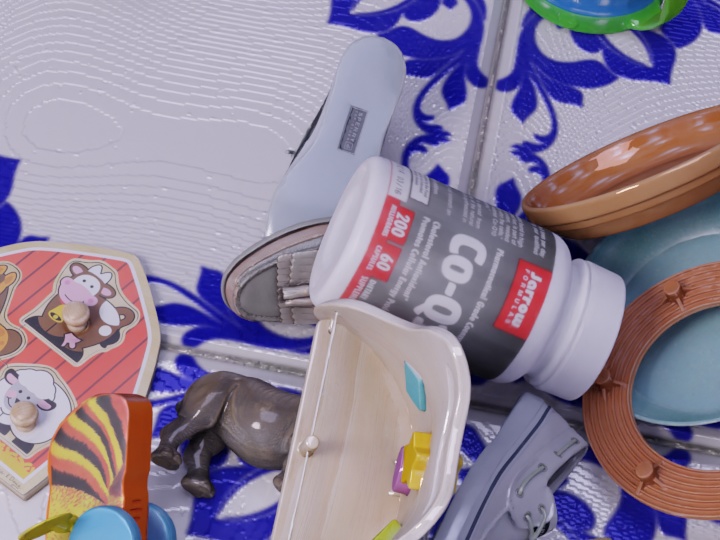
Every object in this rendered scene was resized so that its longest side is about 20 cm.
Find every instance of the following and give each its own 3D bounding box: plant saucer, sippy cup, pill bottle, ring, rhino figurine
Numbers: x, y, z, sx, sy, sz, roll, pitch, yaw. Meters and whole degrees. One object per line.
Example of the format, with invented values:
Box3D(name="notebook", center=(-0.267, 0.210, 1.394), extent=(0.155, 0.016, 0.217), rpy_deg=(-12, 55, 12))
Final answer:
Box3D(name="plant saucer", center=(0.249, 0.030, 1.302), extent=(0.199, 0.036, 0.201), rpy_deg=(-14, 52, 19))
Box3D(name="sippy cup", center=(0.204, -0.293, 1.525), extent=(0.177, 0.131, 0.140), rpy_deg=(15, 52, 8))
Box3D(name="pill bottle", center=(0.075, 0.009, 1.249), extent=(0.199, 0.114, 0.114), rpy_deg=(23, 52, -11))
Box3D(name="ring", center=(0.246, 0.076, 1.236), extent=(0.200, 0.019, 0.201), rpy_deg=(-15, 53, 20))
Box3D(name="rhino figurine", center=(-0.037, 0.122, 1.232), extent=(0.199, 0.060, 0.088), rpy_deg=(14, 56, 4))
Box3D(name="plant saucer", center=(0.218, -0.072, 1.348), extent=(0.200, 0.200, 0.038), rpy_deg=(-28, 101, -23))

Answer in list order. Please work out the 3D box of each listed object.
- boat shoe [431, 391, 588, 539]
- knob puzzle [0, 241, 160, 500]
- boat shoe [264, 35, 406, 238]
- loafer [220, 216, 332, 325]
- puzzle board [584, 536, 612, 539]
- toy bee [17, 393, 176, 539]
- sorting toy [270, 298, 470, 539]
Box3D(name="boat shoe", center=(0.100, 0.153, 1.194), extent=(0.067, 0.074, 0.200), rpy_deg=(30, 43, 8))
Box3D(name="knob puzzle", center=(-0.232, 0.045, 1.293), extent=(0.218, 0.031, 0.220), rpy_deg=(2, 52, -3))
Box3D(name="boat shoe", center=(-0.023, -0.082, 1.383), extent=(0.073, 0.068, 0.200), rpy_deg=(17, 77, -5))
Box3D(name="loafer", center=(0.000, 0.000, 1.313), extent=(0.199, 0.072, 0.063), rpy_deg=(-13, 32, -18))
Box3D(name="puzzle board", center=(0.087, 0.255, 1.167), extent=(0.199, 0.017, 0.151), rpy_deg=(-7, 54, -9))
Box3D(name="toy bee", center=(-0.179, 0.181, 1.146), extent=(0.108, 0.131, 0.201), rpy_deg=(-10, 61, 18))
Box3D(name="sorting toy", center=(0.021, 0.114, 1.118), extent=(0.106, 0.180, 0.201), rpy_deg=(16, 74, -14))
